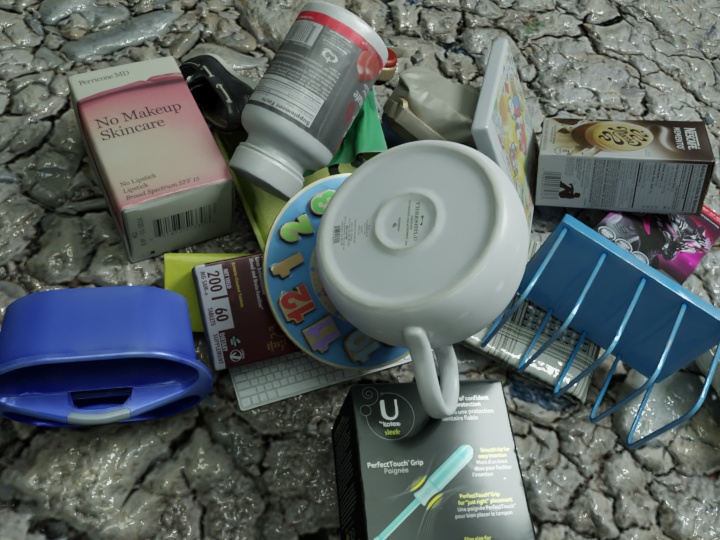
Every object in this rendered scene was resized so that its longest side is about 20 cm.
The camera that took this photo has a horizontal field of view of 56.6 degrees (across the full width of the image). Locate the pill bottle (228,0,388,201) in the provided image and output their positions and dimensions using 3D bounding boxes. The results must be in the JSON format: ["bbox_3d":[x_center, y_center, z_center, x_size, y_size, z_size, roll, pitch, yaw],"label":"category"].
[{"bbox_3d":[-0.062,-0.181,0.739,0.111,0.111,0.200,29,87,7],"label":"pill bottle"}]

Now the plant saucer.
[{"bbox_3d":[-0.057,-0.107,0.833,0.200,0.048,0.200,-16,64,-19],"label":"plant saucer"}]

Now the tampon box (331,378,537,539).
[{"bbox_3d":[0.062,0.217,0.614,0.150,0.126,0.200,1,58,-12],"label":"tampon box"}]

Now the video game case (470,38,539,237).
[{"bbox_3d":[0.187,-0.159,0.834,0.023,0.182,0.200,-8,42,27],"label":"video game case"}]

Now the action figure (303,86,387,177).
[{"bbox_3d":[-0.017,-0.209,0.825,0.118,0.055,0.200,-10,65,22],"label":"action figure"}]

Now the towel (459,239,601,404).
[{"bbox_3d":[0.202,0.036,0.806,0.200,0.035,0.193,26,58,5],"label":"towel"}]

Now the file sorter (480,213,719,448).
[{"bbox_3d":[0.248,0.071,0.700,0.200,0.139,0.123,34,58,8],"label":"file sorter"}]

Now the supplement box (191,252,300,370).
[{"bbox_3d":[-0.067,0.029,0.705,0.200,0.061,0.109,-12,91,-17],"label":"supplement box"}]

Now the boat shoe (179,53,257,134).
[{"bbox_3d":[-0.186,-0.218,0.830,0.060,0.074,0.200,-21,43,-34],"label":"boat shoe"}]

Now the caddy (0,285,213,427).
[{"bbox_3d":[-0.240,0.093,0.621,0.200,0.141,0.105,-3,57,-12],"label":"caddy"}]

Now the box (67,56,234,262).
[{"bbox_3d":[-0.241,-0.131,0.775,0.128,0.109,0.200,-20,65,-21],"label":"box"}]

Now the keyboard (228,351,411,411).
[{"bbox_3d":[-0.041,0.100,0.733,0.200,0.011,0.056,-14,63,-18],"label":"keyboard"}]

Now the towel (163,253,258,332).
[{"bbox_3d":[-0.112,0.024,0.733,0.200,0.018,0.086,0,87,-16],"label":"towel"}]

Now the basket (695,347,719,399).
[{"bbox_3d":[0.502,0.098,0.754,0.200,0.139,0.176,-27,64,9],"label":"basket"}]

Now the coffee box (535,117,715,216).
[{"bbox_3d":[0.332,-0.137,0.859,0.200,0.080,0.113,5,37,15],"label":"coffee box"}]

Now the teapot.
[{"bbox_3d":[0.065,-0.005,0.604,0.200,0.146,0.197,-46,53,-6],"label":"teapot"}]

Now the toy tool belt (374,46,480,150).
[{"bbox_3d":[0.071,-0.195,0.876,0.200,0.123,0.125,35,45,16],"label":"toy tool belt"}]

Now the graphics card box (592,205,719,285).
[{"bbox_3d":[0.380,-0.042,0.868,0.125,0.051,0.200,43,55,16],"label":"graphics card box"}]

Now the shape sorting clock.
[{"bbox_3d":[0.000,0.000,0.674,0.200,0.039,0.200,1,86,-17],"label":"shape sorting clock"}]
